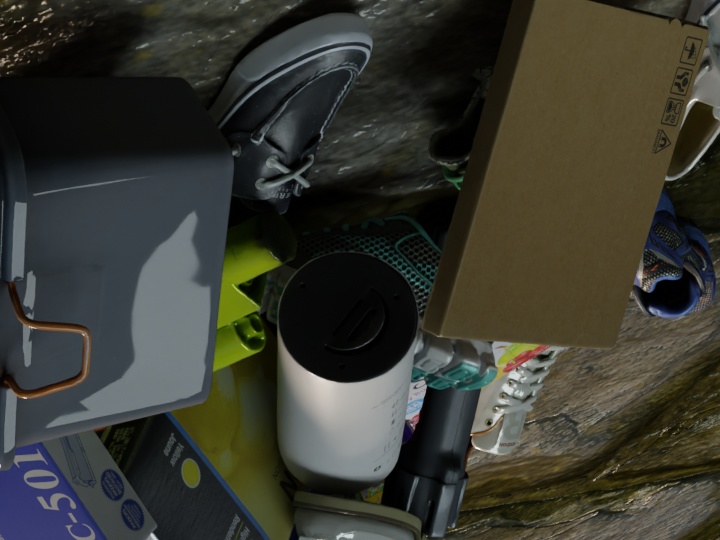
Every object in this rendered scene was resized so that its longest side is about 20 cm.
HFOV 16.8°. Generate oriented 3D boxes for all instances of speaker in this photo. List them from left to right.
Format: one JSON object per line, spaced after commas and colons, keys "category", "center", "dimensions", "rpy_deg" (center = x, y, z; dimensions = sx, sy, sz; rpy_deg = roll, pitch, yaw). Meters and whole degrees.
{"category": "speaker", "center": [-0.009, 0.063, 1.420], "dimensions": [0.081, 0.081, 0.200], "rpy_deg": [-20, 159, -10]}

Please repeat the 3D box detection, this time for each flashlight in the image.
{"category": "flashlight", "center": [0.055, 0.068, 1.610], "dimensions": [0.068, 0.068, 0.201], "rpy_deg": [-21, 127, -66]}

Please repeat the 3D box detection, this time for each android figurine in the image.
{"category": "android figurine", "center": [-0.139, 0.000, 1.357], "dimensions": [0.199, 0.041, 0.182], "rpy_deg": [-24, 131, 30]}

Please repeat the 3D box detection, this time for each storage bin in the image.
{"category": "storage bin", "center": [-0.139, -0.003, 1.221], "dimensions": [0.134, 0.146, 0.201], "rpy_deg": [-8, 126, -22]}

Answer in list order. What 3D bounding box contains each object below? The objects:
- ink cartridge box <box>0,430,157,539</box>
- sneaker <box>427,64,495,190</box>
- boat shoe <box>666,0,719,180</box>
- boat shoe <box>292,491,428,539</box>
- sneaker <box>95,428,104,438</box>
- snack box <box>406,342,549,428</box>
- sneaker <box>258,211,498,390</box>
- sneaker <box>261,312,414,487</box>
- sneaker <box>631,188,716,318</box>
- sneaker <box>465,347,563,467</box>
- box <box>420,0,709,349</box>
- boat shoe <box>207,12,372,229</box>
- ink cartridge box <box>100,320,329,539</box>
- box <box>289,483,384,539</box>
{"category": "ink cartridge box", "center": [-0.207, 0.085, 1.354], "dimensions": [0.094, 0.200, 0.044], "rpy_deg": [-23, -164, 34]}
{"category": "sneaker", "center": [0.075, -0.072, 1.475], "dimensions": [0.088, 0.077, 0.200], "rpy_deg": [-3, 144, -21]}
{"category": "boat shoe", "center": [0.227, -0.118, 1.482], "dimensions": [0.074, 0.086, 0.202], "rpy_deg": [-8, 153, -34]}
{"category": "boat shoe", "center": [0.001, 0.186, 1.540], "dimensions": [0.074, 0.069, 0.200], "rpy_deg": [10, 166, 19]}
{"category": "sneaker", "center": [-0.150, 0.129, 1.680], "dimensions": [0.092, 0.076, 0.200], "rpy_deg": [-33, 155, 32]}
{"category": "snack box", "center": [0.037, 0.060, 1.730], "dimensions": [0.200, 0.053, 0.142], "rpy_deg": [-34, 153, 23]}
{"category": "sneaker", "center": [0.000, 0.000, 1.496], "dimensions": [0.199, 0.092, 0.078], "rpy_deg": [24, 159, -11]}
{"category": "sneaker", "center": [-0.022, 0.071, 1.615], "dimensions": [0.200, 0.070, 0.100], "rpy_deg": [28, 117, -32]}
{"category": "sneaker", "center": [0.215, 0.004, 1.747], "dimensions": [0.075, 0.079, 0.200], "rpy_deg": [-29, 157, 14]}
{"category": "sneaker", "center": [0.116, 0.084, 1.823], "dimensions": [0.073, 0.085, 0.200], "rpy_deg": [1, 146, -42]}
{"category": "box", "center": [0.118, -0.055, 1.385], "dimensions": [0.163, 0.021, 0.201], "rpy_deg": [6, 104, -47]}
{"category": "boat shoe", "center": [-0.055, -0.064, 1.350], "dimensions": [0.072, 0.068, 0.200], "rpy_deg": [2, 146, -47]}
{"category": "ink cartridge box", "center": [-0.077, 0.132, 1.495], "dimensions": [0.047, 0.198, 0.200], "rpy_deg": [-17, 125, 32]}
{"category": "box", "center": [-0.101, 0.218, 1.661], "dimensions": [0.199, 0.123, 0.192], "rpy_deg": [-11, -177, 31]}
